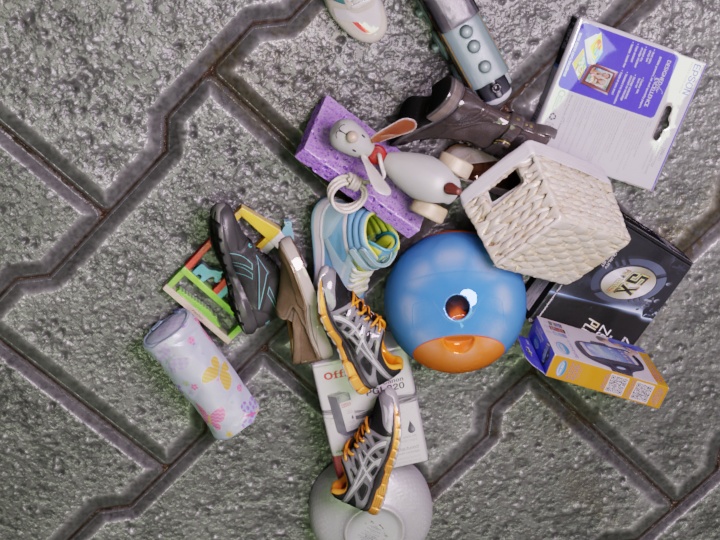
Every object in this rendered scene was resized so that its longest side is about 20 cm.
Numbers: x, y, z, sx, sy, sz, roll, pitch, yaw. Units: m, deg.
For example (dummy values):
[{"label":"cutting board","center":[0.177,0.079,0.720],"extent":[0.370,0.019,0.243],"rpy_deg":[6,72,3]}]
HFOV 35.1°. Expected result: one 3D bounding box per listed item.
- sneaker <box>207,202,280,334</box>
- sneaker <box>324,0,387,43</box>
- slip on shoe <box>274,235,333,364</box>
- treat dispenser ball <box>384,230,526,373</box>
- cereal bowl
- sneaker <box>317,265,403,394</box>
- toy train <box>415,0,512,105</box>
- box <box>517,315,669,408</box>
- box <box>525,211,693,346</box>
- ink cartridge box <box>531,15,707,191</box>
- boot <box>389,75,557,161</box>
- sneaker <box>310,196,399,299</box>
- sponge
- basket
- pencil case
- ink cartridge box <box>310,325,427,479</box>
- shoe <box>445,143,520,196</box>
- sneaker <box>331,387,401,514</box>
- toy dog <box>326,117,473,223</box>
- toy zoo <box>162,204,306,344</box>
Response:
[{"label":"sneaker","center":[-0.160,-0.010,1.603],"extent":[0.079,0.075,0.201],"rpy_deg":[-21,119,-13]},{"label":"sneaker","center":[-0.023,-0.381,1.478],"extent":[0.070,0.093,0.200],"rpy_deg":[-25,111,4]},{"label":"slip on shoe","center":[-0.091,0.046,1.592],"extent":[0.060,0.076,0.201],"rpy_deg":[-18,125,-4]},{"label":"treat dispenser ball","center":[0.133,0.043,1.596],"extent":[0.200,0.201,0.202],"rpy_deg":[-2,111,-5]},{"label":"cereal bowl","center":[0.019,0.387,1.777],"extent":[0.199,0.083,0.201],"rpy_deg":[-2,111,-6]},{"label":"sneaker","center":[-0.005,0.076,1.579],"extent":[0.077,0.078,0.201],"rpy_deg":[-19,116,12]},{"label":"toy train","center":[0.138,-0.309,1.510],"extent":[0.085,0.114,0.200],"rpy_deg":[-28,111,6]},{"label":"box","center":[0.321,0.124,1.598],"extent":[0.199,0.119,0.042],"rpy_deg":[18,111,-13]},{"label":"box","center":[0.355,0.018,1.670],"extent":[0.163,0.086,0.200],"rpy_deg":[30,105,-16]},{"label":"ink cartridge box","center":[0.355,-0.232,1.598],"extent":[0.199,0.043,0.199],"rpy_deg":[17,108,-10]},{"label":"boot","center":[0.147,-0.180,1.537],"extent":[0.174,0.200,0.070],"rpy_deg":[24,70,-22]},{"label":"sneaker","center":[0.000,0.000,1.600],"extent":[0.079,0.130,0.201],"rpy_deg":[-29,119,-41]},{"label":"sponge","center":[0.009,-0.142,1.565],"extent":[0.200,0.112,0.030],"rpy_deg":[35,138,-17]},{"label":"basket","center":[0.254,-0.072,1.532],"extent":[0.200,0.124,0.135],"rpy_deg":[11,140,-47]},{"label":"pencil case","center":[-0.233,0.154,1.662],"extent":[0.091,0.083,0.200],"rpy_deg":[-14,119,44]},{"label":"ink cartridge box","center":[0.012,0.196,1.704],"extent":[0.145,0.085,0.201],"rpy_deg":[-12,109,-1]},{"label":"shoe","center":[0.214,-0.132,1.617],"extent":[0.199,0.053,0.070],"rpy_deg":[10,109,-9]},{"label":"sneaker","center":[0.012,0.260,1.637],"extent":[0.077,0.078,0.201],"rpy_deg":[13,109,-3]},{"label":"toy dog","center":[0.059,-0.131,1.483],"extent":[0.199,0.096,0.133],"rpy_deg":[5,95,-15]},{"label":"toy zoo","center":[-0.171,-0.004,1.644],"extent":[0.131,0.020,0.200],"rpy_deg":[42,101,-18]}]
